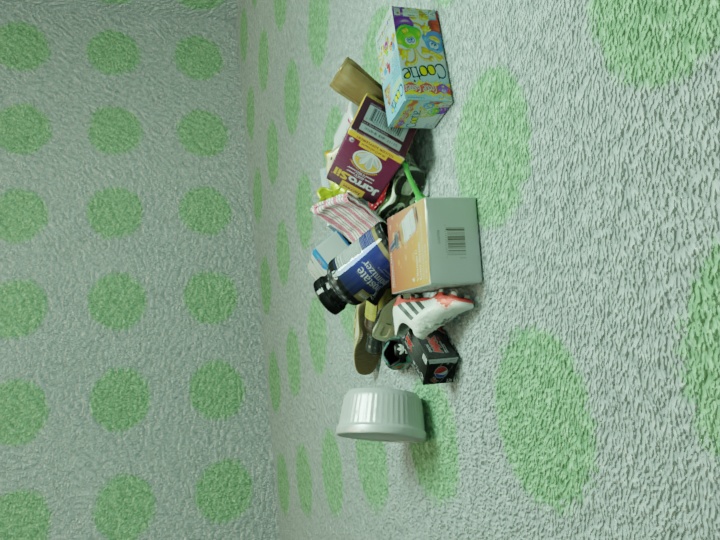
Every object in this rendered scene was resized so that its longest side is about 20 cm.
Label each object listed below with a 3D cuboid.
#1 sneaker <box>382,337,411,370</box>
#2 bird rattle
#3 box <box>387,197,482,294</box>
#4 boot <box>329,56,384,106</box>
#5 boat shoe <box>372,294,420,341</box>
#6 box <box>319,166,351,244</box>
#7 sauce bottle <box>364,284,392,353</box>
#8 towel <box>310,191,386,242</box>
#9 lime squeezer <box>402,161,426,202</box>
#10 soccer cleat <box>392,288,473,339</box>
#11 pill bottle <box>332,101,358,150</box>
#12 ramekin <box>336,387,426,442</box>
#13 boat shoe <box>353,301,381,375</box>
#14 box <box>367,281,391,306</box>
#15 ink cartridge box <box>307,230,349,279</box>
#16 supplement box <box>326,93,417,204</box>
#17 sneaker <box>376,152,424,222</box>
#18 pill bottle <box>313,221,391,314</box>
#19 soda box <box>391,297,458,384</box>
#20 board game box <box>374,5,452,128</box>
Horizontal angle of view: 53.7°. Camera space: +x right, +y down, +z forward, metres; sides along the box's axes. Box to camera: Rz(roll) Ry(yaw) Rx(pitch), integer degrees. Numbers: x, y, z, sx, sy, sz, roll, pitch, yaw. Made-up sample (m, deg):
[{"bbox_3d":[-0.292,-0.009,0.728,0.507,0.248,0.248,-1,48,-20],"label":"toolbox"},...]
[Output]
[{"bbox_3d":[0.077,0.181,1.575,0.200,0.078,0.073,135,131,-67],"label":"sneaker"},{"bbox_3d":[-0.016,-0.214,1.658,0.196,0.112,0.167,-5,104,37],"label":"bird rattle"},{"bbox_3d":[0.134,-0.041,1.335,0.200,0.104,0.157,157,110,-71],"label":"box"},{"bbox_3d":[0.021,-0.347,1.513,0.175,0.197,0.067,-39,22,59],"label":"boot"},{"bbox_3d":[0.079,0.087,1.590,0.201,0.070,0.069,124,165,-54],"label":"boat shoe"},{"bbox_3d":[-0.050,-0.159,1.855,0.200,0.040,0.160,46,-146,-67],"label":"box"},{"bbox_3d":[0.040,0.102,1.713,0.065,0.063,0.205,-124,38,-59],"label":"sauce bottle"},{"bbox_3d":[-0.023,-0.111,1.612,0.030,0.145,0.199,-60,22,-19],"label":"towel"},{"bbox_3d":[0.102,-0.124,1.483,0.038,0.069,0.203,-85,4,-52],"label":"lime squeezer"},{"bbox_3d":[0.134,0.086,1.338,0.197,0.068,0.088,-7,72,48],"label":"soccer cleat"},{"bbox_3d":[-0.001,-0.329,1.716,0.200,0.110,0.116,129,136,-64],"label":"pill bottle"},{"bbox_3d":[0.046,0.311,1.527,0.202,0.197,0.097,135,141,-66],"label":"ramekin"},{"bbox_3d":[0.017,0.162,1.802,0.067,0.072,0.205,-107,21,-72],"label":"boat shoe"},{"bbox_3d":[0.031,-0.023,1.636,0.162,0.044,0.200,-57,23,3],"label":"box"},{"bbox_3d":[-0.058,0.001,1.841,0.147,0.084,0.200,50,165,4],"label":"ink cartridge box"},{"bbox_3d":[0.021,-0.250,1.494,0.105,0.129,0.200,-66,6,-27],"label":"supplement box"},{"bbox_3d":[0.085,-0.175,1.554,0.201,0.075,0.090,121,154,-49],"label":"sneaker"},{"bbox_3d":[0.000,0.000,1.494,0.199,0.111,0.113,-38,42,15],"label":"pill bottle"},{"bbox_3d":[0.127,0.138,1.429,0.201,0.069,0.065,-116,28,-52],"label":"soda box"},{"bbox_3d":[0.102,-0.396,1.397,0.105,0.100,0.205,133,132,-65],"label":"board game box"}]
